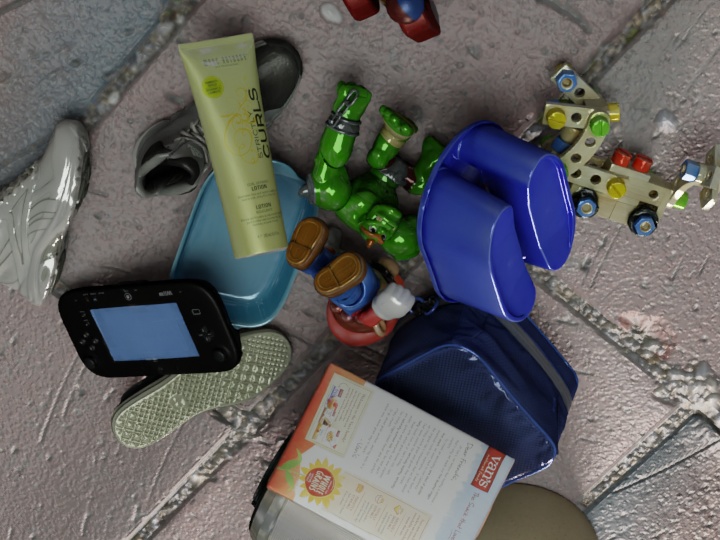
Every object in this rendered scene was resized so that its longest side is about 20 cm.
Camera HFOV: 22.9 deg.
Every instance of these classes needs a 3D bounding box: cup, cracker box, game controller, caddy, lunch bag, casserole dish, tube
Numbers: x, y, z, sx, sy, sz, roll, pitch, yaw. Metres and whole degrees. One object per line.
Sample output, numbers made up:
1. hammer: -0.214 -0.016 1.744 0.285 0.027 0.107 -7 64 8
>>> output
1. cup: 0.161 0.349 1.874 0.199 0.143 0.201 0 117 1
2. cracker box: 0.028 0.192 1.686 0.199 0.058 0.134 28 86 2
3. game controller: -0.209 0.057 1.753 0.199 0.042 0.105 -5 127 32
4. caddy: 0.118 -0.046 1.641 0.105 0.142 0.200 25 155 30
5. lunch bag: 0.112 0.103 1.761 0.136 0.132 0.200 -27 113 34
6. casserole dish: -0.116 -0.031 1.739 0.121 0.039 0.201 14 119 -16
7. tube: -0.111 -0.112 1.606 0.052 0.058 0.201 -11 91 18

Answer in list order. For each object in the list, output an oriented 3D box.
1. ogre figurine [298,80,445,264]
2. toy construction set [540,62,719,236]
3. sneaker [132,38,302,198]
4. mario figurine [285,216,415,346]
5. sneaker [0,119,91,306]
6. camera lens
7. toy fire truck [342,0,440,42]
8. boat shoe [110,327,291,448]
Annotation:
1. ogre figurine: 0.030 -0.082 1.692 0.120 0.098 0.200 -52 139 10
2. toy construction set: 0.253 -0.104 1.681 0.199 0.092 0.132 23 115 2
3. sneaker: -0.134 -0.128 1.656 0.200 0.116 0.075 -38 109 18
4. mario figurine: 0.000 0.000 1.699 0.106 0.200 0.124 -13 72 11
5. sneaker: -0.323 -0.062 1.718 0.099 0.078 0.201 20 114 -5
6. camera lens: -0.001 0.249 1.795 0.200 0.160 0.160 30 115 9
7. toy fire truck: 0.017 -0.285 1.546 0.112 0.168 0.200 -22 114 12
8. boat shoe: -0.164 0.113 1.811 0.199 0.062 0.075 -29 109 -2
